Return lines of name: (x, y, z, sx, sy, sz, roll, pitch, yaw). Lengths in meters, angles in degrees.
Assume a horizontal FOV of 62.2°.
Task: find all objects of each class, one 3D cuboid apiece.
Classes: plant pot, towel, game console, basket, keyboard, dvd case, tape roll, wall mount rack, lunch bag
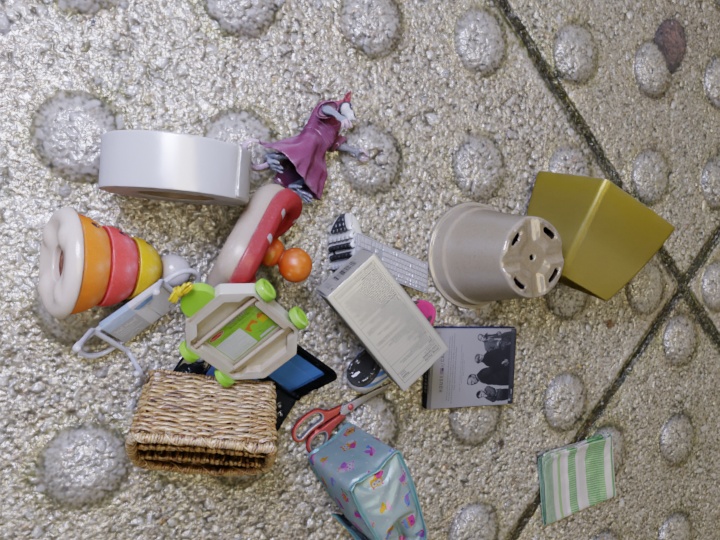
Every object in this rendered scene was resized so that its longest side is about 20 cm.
plant pot: (0.428, -0.059, 1.144, 0.198, 0.200, 0.178, 25, 93, -23)
towel: (0.463, 0.439, 1.266, 0.197, 0.023, 0.155, -9, 97, -25)
game console: (-0.170, 0.174, 0.910, 0.199, 0.116, 0.177, 38, 77, -21)
plant pot: (0.249, -0.026, 1.059, 0.198, 0.183, 0.204, -1, 92, -24)
basket: (-0.222, 0.246, 0.844, 0.197, 0.149, 0.145, 9, 115, -13)
keyboard: (0.057, -0.010, 1.022, 0.199, 0.011, 0.057, 21, 72, -46)
dvd case: (0.210, 0.183, 1.137, 0.197, 0.025, 0.153, 3, 91, -24)
tape roll: (-0.248, -0.135, 0.814, 0.200, 0.202, 0.072, 4, 90, -25)
wall mount rack: (-0.301, 0.071, 0.812, 0.199, 0.174, 0.075, -37, 65, -7)
lunch bag: (0.020, 0.376, 0.975, 0.121, 0.170, 0.202, -31, 109, -23)

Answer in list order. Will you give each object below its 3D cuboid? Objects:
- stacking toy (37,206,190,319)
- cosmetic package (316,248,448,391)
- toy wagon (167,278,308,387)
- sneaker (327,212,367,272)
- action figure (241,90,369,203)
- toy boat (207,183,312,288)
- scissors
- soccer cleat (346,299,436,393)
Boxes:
stacking toy: (-0.335, -0.005, 0.842, 0.198, 0.145, 0.149, 5, 90, -44)
cosmetic package: (0.035, 0.076, 0.930, 0.103, 0.073, 0.201, -40, 108, -8)
toy wagon: (-0.173, 0.072, 0.810, 0.154, 0.040, 0.200, -37, 125, 12)
sneaker: (0.000, 0.000, 1.014, 0.080, 0.075, 0.203, -19, 102, -37)
action figure: (-0.073, -0.212, 0.968, 0.147, 0.134, 0.202, 20, 66, 18)
toy boat: (-0.130, -0.028, 0.885, 0.130, 0.131, 0.202, 29, 51, -11)
scissors: (-0.030, 0.237, 1.033, 0.199, 0.014, 0.074, -39, 106, -17)
soccer cleat: (0.052, 0.132, 1.036, 0.200, 0.087, 0.070, -42, 65, -12)
